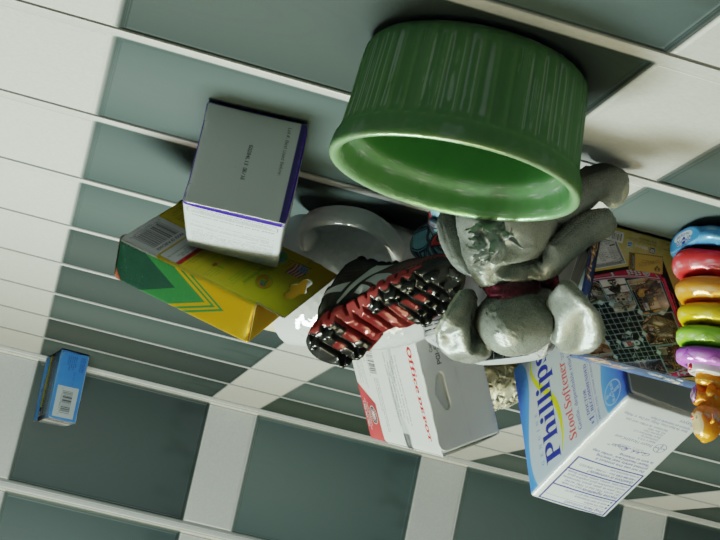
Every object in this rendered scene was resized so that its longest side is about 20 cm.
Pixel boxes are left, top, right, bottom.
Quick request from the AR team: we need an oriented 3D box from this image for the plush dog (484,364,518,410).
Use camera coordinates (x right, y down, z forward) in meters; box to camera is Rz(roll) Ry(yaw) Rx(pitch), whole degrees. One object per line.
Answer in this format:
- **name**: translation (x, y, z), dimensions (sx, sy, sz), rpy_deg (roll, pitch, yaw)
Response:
- **plush dog**: translation (0.139, 0.084, 2.019), dimensions (0.172, 0.160, 0.200), rpy_deg (55, 160, -7)

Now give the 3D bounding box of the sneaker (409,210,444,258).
- **sneaker**: translation (0.101, -0.057, 1.631), dimensions (0.095, 0.080, 0.199), rpy_deg (34, 153, -23)

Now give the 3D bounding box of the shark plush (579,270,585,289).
- **shark plush**: translation (0.231, -0.007, 1.786), dimensions (0.200, 0.091, 0.083), rpy_deg (29, 164, 47)

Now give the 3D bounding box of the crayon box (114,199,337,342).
- **crayon box**: translation (-0.140, 0.005, 1.732), dimensions (0.199, 0.051, 0.127), rpy_deg (25, -150, 18)

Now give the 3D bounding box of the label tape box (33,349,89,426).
- **label tape box**: translation (-0.632, 0.251, 3.511), dimensions (0.063, 0.146, 0.200), rpy_deg (14, 168, -17)

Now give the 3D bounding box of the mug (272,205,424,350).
- **mug**: translation (0.000, 0.000, 1.808), dimensions (0.174, 0.148, 0.201), rpy_deg (4, 143, 23)

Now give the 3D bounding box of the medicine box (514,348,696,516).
- **medicine box**: translation (0.270, 0.137, 1.846), dimensions (0.102, 0.183, 0.200), rpy_deg (18, 133, -22)

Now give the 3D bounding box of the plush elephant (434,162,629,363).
- **plush elephant**: translation (0.142, 0.003, 1.456), dimensions (0.163, 0.156, 0.200), rpy_deg (4, -155, 23)

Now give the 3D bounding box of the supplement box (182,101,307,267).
- **supplement box**: translation (-0.114, -0.080, 1.630), dimensions (0.102, 0.102, 0.200), rpy_deg (13, 167, -1)

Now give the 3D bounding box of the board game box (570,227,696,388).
- **board game box**: translation (0.319, 0.044, 1.668), dimensions (0.198, 0.137, 0.035), rpy_deg (15, 168, -8)

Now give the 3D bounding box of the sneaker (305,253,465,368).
- **sneaker**: translation (0.026, 0.019, 1.683), dimensions (0.071, 0.099, 0.200), rpy_deg (35, 133, -30)

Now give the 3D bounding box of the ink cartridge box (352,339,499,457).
- **ink cartridge box**: translation (0.071, 0.129, 1.958), dimensions (0.082, 0.148, 0.200), rpy_deg (-16, -172, -23)

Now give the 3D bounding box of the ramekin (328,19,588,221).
- **ramekin**: translation (0.082, -0.115, 1.286), dimensions (0.198, 0.099, 0.200), rpy_deg (12, 167, 3)

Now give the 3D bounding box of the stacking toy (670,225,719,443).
- **stacking toy**: translation (0.341, 0.065, 1.588), dimensions (0.109, 0.202, 0.116), rpy_deg (14, 168, -7)

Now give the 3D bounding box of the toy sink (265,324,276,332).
- **toy sink**: translation (-0.098, 0.008, 1.981), dimensions (0.198, 0.113, 0.130), rpy_deg (12, 168, -14)

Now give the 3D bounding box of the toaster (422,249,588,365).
- **toaster**: translation (0.141, 0.021, 1.728), dimensions (0.113, 0.130, 0.199), rpy_deg (27, 161, -26)
